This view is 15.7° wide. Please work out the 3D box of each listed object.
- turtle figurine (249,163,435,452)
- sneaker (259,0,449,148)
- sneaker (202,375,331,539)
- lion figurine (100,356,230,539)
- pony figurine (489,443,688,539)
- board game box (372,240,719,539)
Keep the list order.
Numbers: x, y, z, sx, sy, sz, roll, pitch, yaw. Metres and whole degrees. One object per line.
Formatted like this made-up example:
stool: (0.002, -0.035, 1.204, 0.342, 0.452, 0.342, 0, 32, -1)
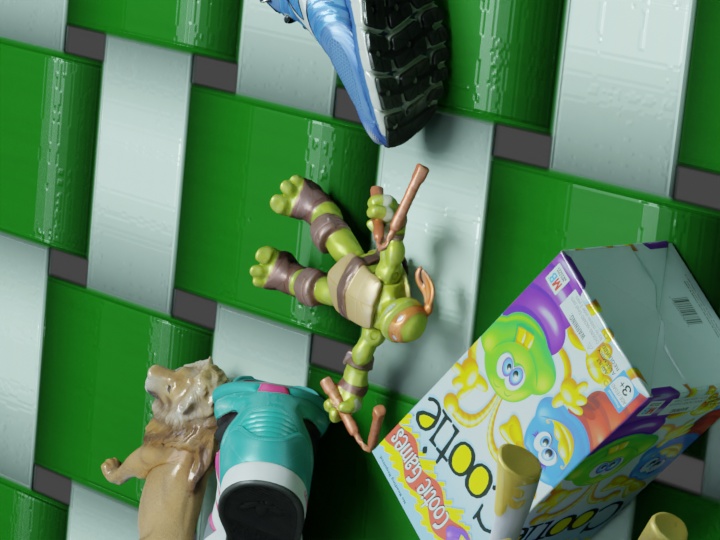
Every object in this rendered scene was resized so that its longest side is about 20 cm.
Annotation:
turtle figurine: (0.000, 0.000, 1.676, 0.161, 0.064, 0.201, 38, 128, 45)
sneaker: (-0.011, -0.173, 1.650, 0.089, 0.078, 0.201, -16, 94, 46)
sneaker: (-0.068, 0.134, 1.747, 0.200, 0.083, 0.121, 109, 172, -59)
lion figurine: (-0.135, 0.165, 1.796, 0.122, 0.072, 0.201, -28, 52, 50)
pony figurine: (0.097, 0.202, 1.471, 0.200, 0.192, 0.167, -51, 24, 39)
board game box: (0.117, 0.086, 1.537, 0.200, 0.103, 0.105, -49, 60, 36)
